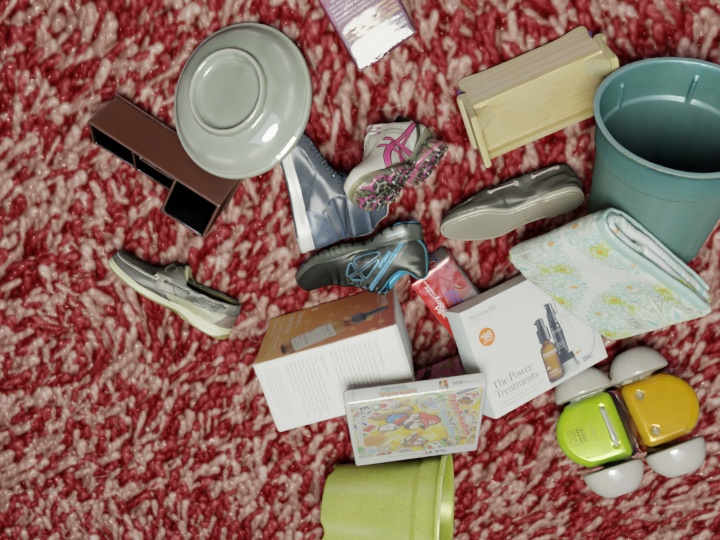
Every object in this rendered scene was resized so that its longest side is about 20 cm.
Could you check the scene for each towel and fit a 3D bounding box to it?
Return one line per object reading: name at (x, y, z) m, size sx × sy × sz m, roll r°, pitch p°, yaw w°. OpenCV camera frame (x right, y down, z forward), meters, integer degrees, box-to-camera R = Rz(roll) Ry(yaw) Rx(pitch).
towel at (0.308, 0.011, 0.879) m, size 0.199 × 0.049 × 0.171 m, roll 35°, pitch 149°, yaw -17°

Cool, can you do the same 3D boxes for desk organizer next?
desk organizer at (-0.266, -0.137, 0.940) m, size 0.198 × 0.077 × 0.072 m, roll 33°, pitch 129°, yaw -8°

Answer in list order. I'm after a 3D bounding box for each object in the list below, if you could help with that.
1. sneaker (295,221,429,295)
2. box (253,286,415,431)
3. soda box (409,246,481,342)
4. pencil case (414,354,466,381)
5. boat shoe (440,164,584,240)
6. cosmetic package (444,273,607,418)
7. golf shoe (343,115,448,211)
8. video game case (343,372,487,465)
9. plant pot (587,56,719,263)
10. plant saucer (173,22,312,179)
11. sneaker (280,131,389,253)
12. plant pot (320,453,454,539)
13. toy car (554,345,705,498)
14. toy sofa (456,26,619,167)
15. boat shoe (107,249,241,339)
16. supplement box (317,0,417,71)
sneaker at (0.000, 0.000, 0.967) m, size 0.197 × 0.073 × 0.083 m, roll -20°, pitch 85°, yaw 22°
box at (-0.031, 0.118, 0.987) m, size 0.197 × 0.153 × 0.108 m, roll -16°, pitch 108°, yaw 6°
soda box at (0.154, 0.066, 1.009) m, size 0.070 × 0.064 × 0.201 m, roll -36°, pitch 103°, yaw 11°
pencil case at (0.081, 0.202, 1.049) m, size 0.197 × 0.088 × 0.083 m, roll -24°, pitch 145°, yaw 10°
boat shoe at (0.203, -0.093, 0.967) m, size 0.197 × 0.058 × 0.067 m, roll -15°, pitch 143°, yaw 11°
cosmetic package at (0.229, 0.088, 0.967) m, size 0.198 × 0.052 × 0.153 m, roll -24°, pitch 96°, yaw -19°
golf shoe at (0.029, -0.138, 0.887) m, size 0.092 × 0.200 × 0.073 m, roll 41°, pitch 129°, yaw 10°
video game case at (0.074, 0.205, 0.948) m, size 0.178 × 0.023 × 0.201 m, roll -7°, pitch 142°, yaw -1°
plant pot at (0.366, -0.115, 0.856) m, size 0.196 × 0.203 × 0.198 m, roll -3°, pitch 142°, yaw 3°
plant saucer at (-0.159, -0.220, 0.891) m, size 0.196 × 0.050 × 0.204 m, roll -1°, pitch 86°, yaw 17°
sneaker at (-0.033, -0.139, 0.944) m, size 0.144 × 0.077 × 0.206 m, roll -13°, pitch 103°, yaw 1°
plant pot at (0.041, 0.366, 1.061) m, size 0.181 × 0.201 × 0.204 m, roll 1°, pitch 109°, yaw 14°
toy car at (0.376, 0.217, 1.013) m, size 0.197 × 0.150 × 0.178 m, roll -21°, pitch 72°, yaw 5°
toy sofa at (0.228, -0.224, 0.911) m, size 0.197 × 0.098 × 0.083 m, roll -22°, pitch 131°, yaw 9°
boat shoe at (-0.261, 0.021, 1.011) m, size 0.199 × 0.072 × 0.066 m, roll 34°, pitch 96°, yaw -9°
supplement box at (-0.016, -0.354, 0.852) m, size 0.085 × 0.111 × 0.202 m, roll -29°, pitch 105°, yaw 12°
